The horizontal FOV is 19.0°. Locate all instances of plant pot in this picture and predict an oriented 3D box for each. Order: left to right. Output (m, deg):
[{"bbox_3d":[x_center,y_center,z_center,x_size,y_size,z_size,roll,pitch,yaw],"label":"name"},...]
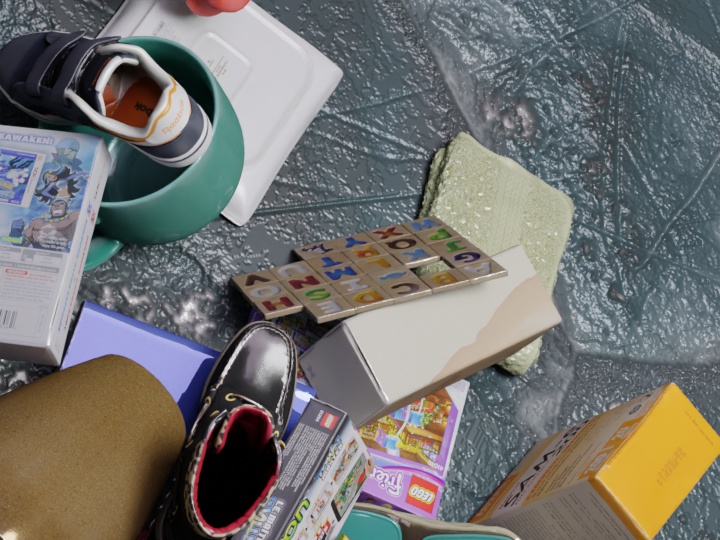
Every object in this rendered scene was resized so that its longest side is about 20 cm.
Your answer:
[{"bbox_3d":[-0.228,0.157,1.587,0.186,0.186,0.200,48,54,-2],"label":"plant pot"}]

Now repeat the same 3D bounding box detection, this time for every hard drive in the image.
[{"bbox_3d":[-0.149,0.121,1.704,0.200,0.025,0.132,22,79,-12],"label":"hard drive"}]

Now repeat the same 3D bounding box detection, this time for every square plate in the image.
[{"bbox_3d":[-0.131,-0.169,1.870,0.198,0.028,0.200,38,56,-10],"label":"square plate"}]

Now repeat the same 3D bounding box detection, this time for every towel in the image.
[{"bbox_3d":[0.115,-0.017,1.932,0.148,0.036,0.200,26,59,-15],"label":"towel"}]

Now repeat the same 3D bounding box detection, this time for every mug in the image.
[{"bbox_3d":[-0.185,-0.090,1.748,0.185,0.114,0.152,-27,64,3],"label":"mug"}]

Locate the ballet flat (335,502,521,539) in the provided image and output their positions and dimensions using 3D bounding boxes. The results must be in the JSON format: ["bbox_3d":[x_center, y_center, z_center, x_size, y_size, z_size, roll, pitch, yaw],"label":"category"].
[{"bbox_3d":[0.040,0.228,1.765,0.200,0.069,0.070,10,62,5],"label":"ballet flat"}]

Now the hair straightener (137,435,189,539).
[{"bbox_3d":[-0.134,0.206,1.669,0.077,0.041,0.200,29,73,-6],"label":"hair straightener"}]

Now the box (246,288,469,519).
[{"bbox_3d":[-0.015,0.118,1.803,0.200,0.039,0.137,26,59,-16],"label":"box"}]

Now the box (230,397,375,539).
[{"bbox_3d":[-0.059,0.209,1.674,0.035,0.110,0.200,22,70,23],"label":"box"}]

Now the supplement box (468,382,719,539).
[{"bbox_3d":[0.191,0.180,1.790,0.074,0.200,0.126,49,55,-6],"label":"supplement box"}]

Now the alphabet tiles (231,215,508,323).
[{"bbox_3d":[0.000,0.000,1.794,0.200,0.167,0.008,-13,112,-16],"label":"alphabet tiles"}]

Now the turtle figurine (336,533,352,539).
[{"bbox_3d":[0.042,0.271,1.711,0.161,0.200,0.064,29,26,-3],"label":"turtle figurine"}]

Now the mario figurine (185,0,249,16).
[{"bbox_3d":[-0.162,-0.283,1.862,0.123,0.106,0.200,-39,60,-1],"label":"mario figurine"}]

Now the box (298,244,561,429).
[{"bbox_3d":[0.058,0.057,1.789,0.200,0.095,0.078,-23,81,-33],"label":"box"}]

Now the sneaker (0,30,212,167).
[{"bbox_3d":[-0.210,-0.148,1.672,0.200,0.079,0.079,21,76,23],"label":"sneaker"}]

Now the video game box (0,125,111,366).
[{"bbox_3d":[-0.307,-0.027,1.646,0.200,0.047,0.182,7,67,10],"label":"video game box"}]

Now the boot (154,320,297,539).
[{"bbox_3d":[-0.089,0.121,1.597,0.073,0.151,0.200,27,74,-6],"label":"boot"}]
